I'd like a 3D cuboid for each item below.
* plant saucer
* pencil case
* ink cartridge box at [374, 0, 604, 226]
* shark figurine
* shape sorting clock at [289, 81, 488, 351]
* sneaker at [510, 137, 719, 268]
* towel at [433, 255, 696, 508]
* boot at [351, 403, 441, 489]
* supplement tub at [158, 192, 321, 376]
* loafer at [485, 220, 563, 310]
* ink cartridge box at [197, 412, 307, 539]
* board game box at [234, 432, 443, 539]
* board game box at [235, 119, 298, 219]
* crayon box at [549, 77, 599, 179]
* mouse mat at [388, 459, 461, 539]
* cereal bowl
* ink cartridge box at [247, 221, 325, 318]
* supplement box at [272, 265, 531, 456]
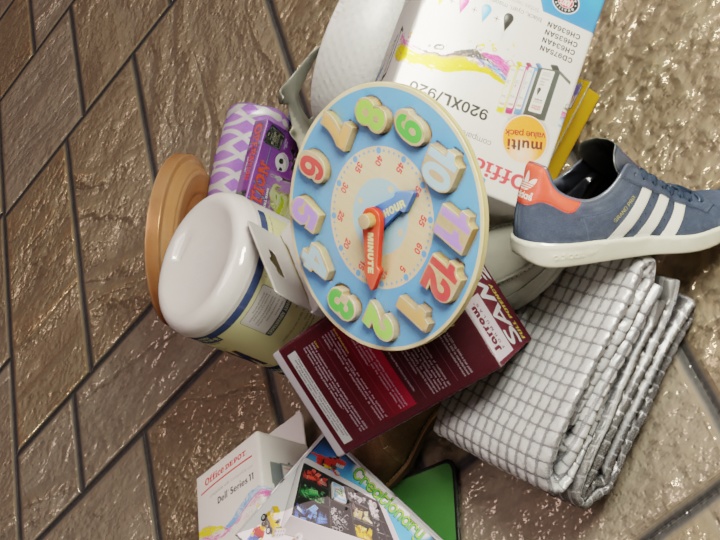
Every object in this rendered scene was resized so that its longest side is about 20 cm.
[{"bbox_3d":[-0.202,-0.035,1.440,0.032,0.201,0.203,3,68,11],"label":"plant saucer"},{"bbox_3d":[-0.138,-0.102,1.468,0.086,0.083,0.202,103,178,-68],"label":"pencil case"},{"bbox_3d":[0.093,-0.156,1.033,0.145,0.146,0.202,161,129,-81],"label":"ink cartridge box"},{"bbox_3d":[-0.020,-0.121,1.317,0.089,0.216,0.128,-29,0,-14],"label":"shark figurine"},{"bbox_3d":[0.015,-0.040,0.925,0.198,0.039,0.203,9,103,39],"label":"shape sorting clock"},{"bbox_3d":[0.204,-0.058,0.921,0.075,0.198,0.086,28,123,59],"label":"sneaker"},{"bbox_3d":[0.164,0.074,0.993,0.165,0.085,0.202,19,81,61],"label":"towel"},{"bbox_3d":[0.026,0.134,1.135,0.201,0.075,0.074,-53,40,17],"label":"boot"},{"bbox_3d":[-0.085,0.023,1.229,0.144,0.199,0.147,-28,50,39],"label":"supplement tub"},{"bbox_3d":[0.091,0.002,1.014,0.199,0.069,0.071,-32,39,42],"label":"loafer"},{"bbox_3d":[-0.105,0.243,1.222,0.117,0.067,0.202,-40,43,36],"label":"ink cartridge box"},{"bbox_3d":[-0.005,0.248,1.069,0.126,0.035,0.200,-48,54,-5],"label":"board game box"},{"bbox_3d":[-0.091,-0.048,1.345,0.032,0.119,0.202,-4,68,49],"label":"board game box"},{"bbox_3d":[0.140,-0.134,1.166,0.200,0.051,0.127,34,97,54],"label":"crayon box"},{"bbox_3d":[0.019,0.273,1.121,0.199,0.007,0.163,-30,49,39],"label":"mouse mat"},{"bbox_3d":[0.037,-0.211,1.184,0.083,0.200,0.202,27,92,17],"label":"cereal bowl"},{"bbox_3d":[0.000,0.000,1.137,0.067,0.199,0.118,-48,40,20],"label":"ink cartridge box"},{"bbox_3d":[0.030,0.062,1.010,0.199,0.061,0.109,-34,89,40],"label":"supplement box"}]
